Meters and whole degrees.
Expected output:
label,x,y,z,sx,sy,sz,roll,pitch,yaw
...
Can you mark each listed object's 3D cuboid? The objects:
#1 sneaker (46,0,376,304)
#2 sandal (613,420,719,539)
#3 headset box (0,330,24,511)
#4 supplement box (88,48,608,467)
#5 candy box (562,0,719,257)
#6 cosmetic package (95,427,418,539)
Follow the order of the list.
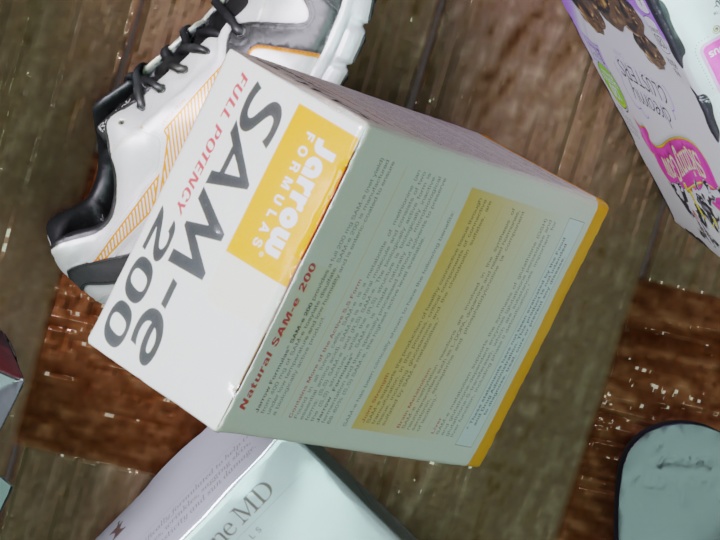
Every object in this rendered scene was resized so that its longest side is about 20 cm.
label,x,y,z,sx,sy,sz,roll,pitch,yaw
sneaker,-0.058,-0.069,1.172,0.080,0.074,0.201,24,97,-15
sandal,0.138,0.167,1.276,0.076,0.043,0.202,-6,93,-2
headset box,-0.237,0.067,1.162,0.199,0.077,0.149,26,97,-17
supplement box,0.000,0.000,1.149,0.200,0.073,0.127,15,104,-58
candy box,0.137,-0.095,1.161,0.071,0.168,0.201,-30,110,-4
cosmetic package,-0.006,0.154,1.246,0.102,0.074,0.200,-46,111,1
